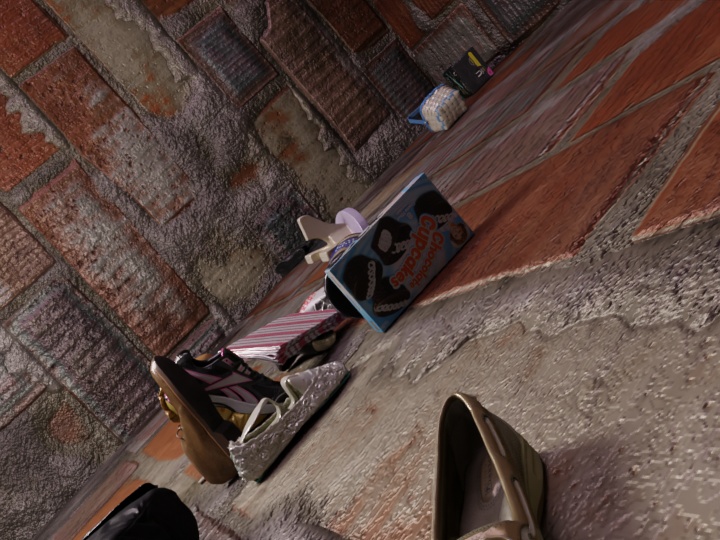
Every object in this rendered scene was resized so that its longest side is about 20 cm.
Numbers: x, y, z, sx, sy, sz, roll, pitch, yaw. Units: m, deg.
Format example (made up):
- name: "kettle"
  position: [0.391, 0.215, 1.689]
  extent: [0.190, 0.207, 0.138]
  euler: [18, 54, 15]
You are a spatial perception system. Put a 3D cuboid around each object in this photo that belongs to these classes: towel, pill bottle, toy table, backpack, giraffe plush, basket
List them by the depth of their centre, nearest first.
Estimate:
- name: "backpack"
  position: [-0.271, 0.342, 0.745]
  extent: [0.199, 0.127, 0.167]
  euler: [-42, -4, 17]
- name: "giraffe plush"
  position: [-0.251, 0.212, 1.160]
  extent: [0.172, 0.163, 0.201]
  euler: [-33, 13, 50]
- name: "towel"
  position: [-0.125, 0.109, 1.173]
  extent: [0.144, 0.031, 0.199]
  euler: [-8, 12, 36]
- name: "pill bottle"
  position: [0.000, 0.000, 1.175]
  extent: [0.111, 0.112, 0.200]
  euler: [-41, 9, 10]
- name: "toy table"
  position: [-0.049, -0.050, 1.536]
  extent: [0.115, 0.187, 0.200]
  euler: [-27, -5, -16]
- name: "basket"
  position: [0.285, -0.603, 2.644]
  extent: [0.176, 0.140, 0.199]
  euler: [-44, 39, -11]

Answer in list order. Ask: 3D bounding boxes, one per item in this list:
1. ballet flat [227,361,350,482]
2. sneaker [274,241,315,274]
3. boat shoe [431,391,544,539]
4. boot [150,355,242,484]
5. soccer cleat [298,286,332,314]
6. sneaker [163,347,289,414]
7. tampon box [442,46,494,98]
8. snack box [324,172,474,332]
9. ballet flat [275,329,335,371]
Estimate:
- name: "ballet flat"
  position: [-0.092, 0.177, 0.908]
  extent: [0.200, 0.072, 0.071]
  euler: [-47, 9, -26]
- name: "sneaker"
  position: [-0.289, -0.060, 3.134]
  extent: [0.198, 0.060, 0.104]
  euler: [-37, 11, 15]
- name: "boat shoe"
  position: [0.060, 0.134, 0.360]
  extent: [0.073, 0.063, 0.201]
  euler: [-40, 9, 23]
- name: "boot"
  position: [-0.238, 0.210, 0.987]
  extent: [0.075, 0.201, 0.074]
  euler: [-42, -6, 11]
- name: "soccer cleat"
  position: [-0.043, 0.048, 1.316]
  extent: [0.199, 0.069, 0.085]
  euler: [-42, 3, -21]
- name: "sneaker"
  position: [-0.190, 0.162, 1.059]
  extent: [0.080, 0.195, 0.089]
  euler: [-167, 84, -71]
- name: "tampon box"
  position: [0.458, -0.840, 3.023]
  extent: [0.126, 0.150, 0.200]
  euler: [-43, 8, 1]
- name: "snack box"
  position: [0.057, -0.026, 1.005]
  extent: [0.200, 0.116, 0.037]
  euler: [-46, 9, -14]
- name: "ballet flat"
  position: [-0.096, 0.137, 1.242]
  extent: [0.065, 0.058, 0.199]
  euler: [-21, 0, -35]
